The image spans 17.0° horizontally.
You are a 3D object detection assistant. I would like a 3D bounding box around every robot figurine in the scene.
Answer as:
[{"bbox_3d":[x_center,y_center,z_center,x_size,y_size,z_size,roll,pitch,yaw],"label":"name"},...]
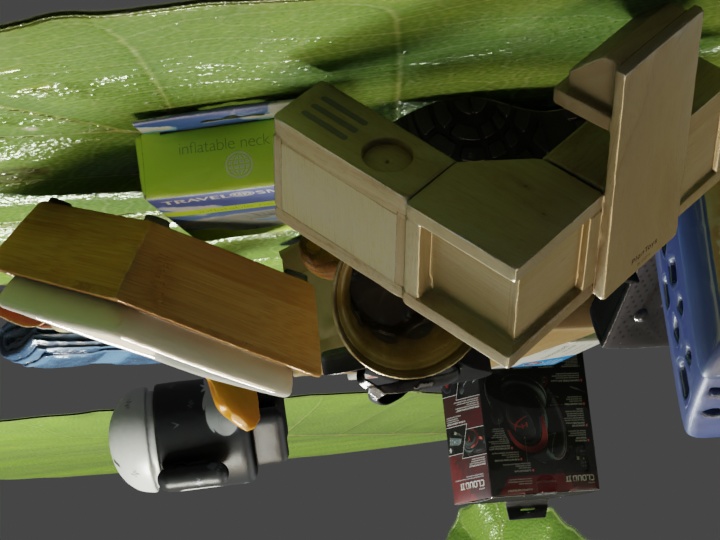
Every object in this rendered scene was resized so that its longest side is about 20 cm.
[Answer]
[{"bbox_3d":[-0.181,0.185,2.691,0.199,0.125,0.150,-7,171,0],"label":"robot figurine"}]

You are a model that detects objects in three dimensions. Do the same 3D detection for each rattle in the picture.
[{"bbox_3d":[-0.189,0.069,1.930,0.199,0.143,0.130,-13,-171,4],"label":"rattle"}]

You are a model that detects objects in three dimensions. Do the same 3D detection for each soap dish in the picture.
[{"bbox_3d":[-0.132,0.015,1.555,0.157,0.082,0.200,22,175,-32],"label":"soap dish"}]

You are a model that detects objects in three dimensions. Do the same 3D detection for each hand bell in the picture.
[{"bbox_3d":[0.000,0.000,1.537,0.104,0.105,0.200,-3,-171,-19],"label":"hand bell"}]

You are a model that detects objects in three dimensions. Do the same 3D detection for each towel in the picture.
[{"bbox_3d":[-0.211,0.059,2.117,0.199,0.049,0.112,-3,171,-24],"label":"towel"}]

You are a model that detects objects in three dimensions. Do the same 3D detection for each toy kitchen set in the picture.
[{"bbox_3d":[0.084,-0.096,1.325,0.200,0.180,0.164,-39,147,-32],"label":"toy kitchen set"}]

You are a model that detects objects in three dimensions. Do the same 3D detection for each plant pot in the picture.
[{"bbox_3d":[0.298,-0.008,1.598,0.199,0.201,0.180,-7,164,6],"label":"plant pot"}]

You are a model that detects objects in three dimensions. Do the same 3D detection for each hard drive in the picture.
[{"bbox_3d":[0.266,-0.008,1.814,0.199,0.042,0.135,-6,129,-37],"label":"hard drive"}]

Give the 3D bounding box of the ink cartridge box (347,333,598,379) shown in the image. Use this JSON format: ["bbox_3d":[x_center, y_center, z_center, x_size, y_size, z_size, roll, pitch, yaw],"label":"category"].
[{"bbox_3d":[0.092,0.041,2.099,0.199,0.085,0.146,-5,171,-14],"label":"ink cartridge box"}]

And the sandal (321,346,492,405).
[{"bbox_3d":[0.042,0.075,1.759,0.076,0.043,0.200,-13,168,30],"label":"sandal"}]

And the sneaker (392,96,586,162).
[{"bbox_3d":[0.104,-0.067,1.468,0.199,0.076,0.088,-5,177,-7],"label":"sneaker"}]

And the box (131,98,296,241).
[{"bbox_3d":[-0.061,-0.060,1.473,0.121,0.048,0.200,-8,172,6],"label":"box"}]

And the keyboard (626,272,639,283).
[{"bbox_3d":[0.097,-0.037,1.609,0.127,0.021,0.200,38,-163,36],"label":"keyboard"}]

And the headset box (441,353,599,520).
[{"bbox_3d":[0.170,0.166,2.579,0.148,0.201,0.075,-1,170,-33],"label":"headset box"}]

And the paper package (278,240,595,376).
[{"bbox_3d":[0.064,0.014,1.850,0.199,0.104,0.190,-1,168,-28],"label":"paper package"}]
